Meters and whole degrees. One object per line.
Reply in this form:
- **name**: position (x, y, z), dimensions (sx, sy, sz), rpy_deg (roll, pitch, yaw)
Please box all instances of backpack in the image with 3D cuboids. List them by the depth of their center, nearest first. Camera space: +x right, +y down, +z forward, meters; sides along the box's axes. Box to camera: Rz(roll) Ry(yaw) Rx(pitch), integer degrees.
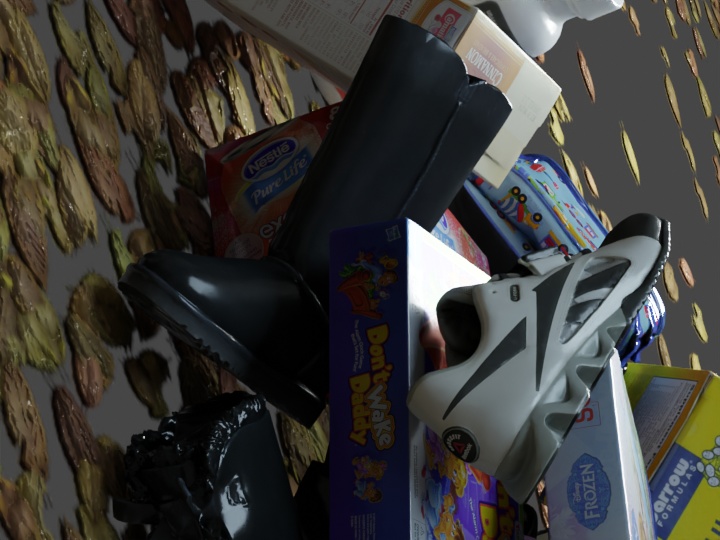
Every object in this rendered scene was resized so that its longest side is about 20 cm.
- **backpack**: position (0.107, 0.014, 1.729), dimensions (0.183, 0.134, 0.200), rpy_deg (54, 15, 10)

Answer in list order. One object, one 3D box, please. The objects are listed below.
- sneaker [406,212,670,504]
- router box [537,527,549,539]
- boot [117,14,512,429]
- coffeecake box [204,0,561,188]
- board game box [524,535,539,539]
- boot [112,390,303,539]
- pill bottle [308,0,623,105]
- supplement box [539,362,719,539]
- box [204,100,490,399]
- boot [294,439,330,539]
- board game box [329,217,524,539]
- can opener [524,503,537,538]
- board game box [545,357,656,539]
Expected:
- **sneaker**: position (0.087, 0.020, 1.305), dimensions (0.088, 0.074, 0.200), rpy_deg (31, 42, 7)
- **router box**: position (0.215, 0.243, 1.878), dimensions (0.051, 0.148, 0.200), rpy_deg (-89, 155, -47)
- **boot**: position (-0.020, -0.039, 1.349), dimensions (0.065, 0.201, 0.165), rpy_deg (31, -6, 34)
- **coffeecake box**: position (-0.003, -0.141, 1.531), dimensions (0.199, 0.073, 0.153), rpy_deg (34, 1, 25)
- **board game box**: position (0.189, 0.212, 1.612), dimensions (0.200, 0.198, 0.041), rpy_deg (45, 64, -79)
- **boot**: position (-0.043, 0.137, 1.295), dimensions (0.198, 0.073, 0.164), rpy_deg (-29, 103, -67)
- **pill bottle**: position (0.063, -0.181, 1.752), dimensions (0.116, 0.199, 0.117), rpy_deg (-18, 90, -73)
- **supplement box**: position (0.205, 0.133, 1.681), dimensions (0.109, 0.109, 0.200), rpy_deg (32, -5, -9)
- **box**: position (0.000, 0.000, 1.534), dimensions (0.200, 0.099, 0.096), rpy_deg (48, 29, -52)
- **boot**: position (0.049, 0.110, 1.517), dimensions (0.064, 0.187, 0.200), rpy_deg (29, -7, 35)
- **board game box**: position (0.034, 0.091, 1.327), dimensions (0.134, 0.045, 0.201), rpy_deg (32, 53, -58)
- **can opener**: position (0.071, 0.131, 1.721), dimensions (0.063, 0.079, 0.201), rpy_deg (19, 38, -20)
- **board game box**: position (0.130, 0.152, 1.402), dimensions (0.200, 0.041, 0.201), rpy_deg (70, 13, -50)
